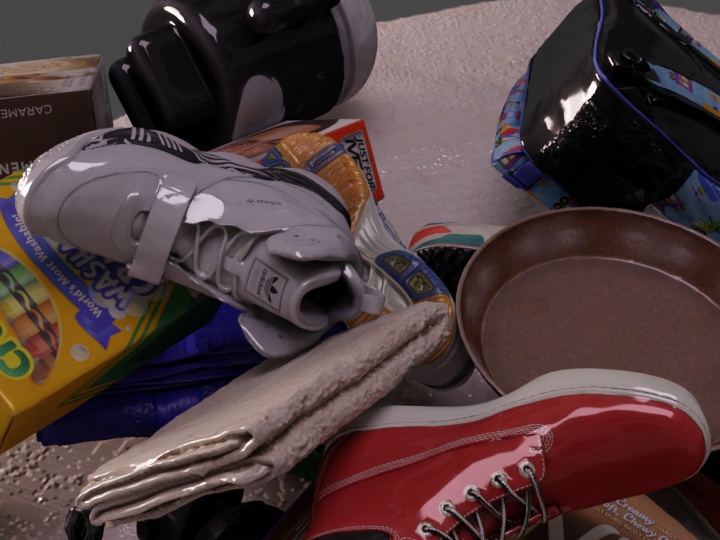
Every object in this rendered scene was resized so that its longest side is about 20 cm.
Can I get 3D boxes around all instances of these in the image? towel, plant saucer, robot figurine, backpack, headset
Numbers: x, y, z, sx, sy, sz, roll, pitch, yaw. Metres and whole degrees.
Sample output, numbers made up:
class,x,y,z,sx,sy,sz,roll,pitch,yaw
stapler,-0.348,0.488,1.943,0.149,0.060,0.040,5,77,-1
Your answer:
class,x,y,z,sx,sy,sz,roll,pitch,yaw
towel,-0.101,0.049,1.057,0.198,0.050,0.148,-5,25,-7
plant saucer,0.152,0.041,0.999,0.199,0.035,0.201,5,42,-4
towel,-0.044,0.073,0.882,0.132,0.035,0.200,-21,7,35
robot figurine,-0.082,-0.159,1.253,0.199,0.126,0.150,-26,34,-30
backpack,0.205,-0.080,1.170,0.200,0.135,0.183,36,30,-14
headset,-0.077,0.135,0.944,0.199,0.094,0.123,-17,41,-36

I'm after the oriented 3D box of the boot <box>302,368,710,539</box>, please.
class,x,y,z,sx,sy,sz,roll,pitch,yaw
boot,0.064,0.117,0.805,0.199,0.073,0.145,-11,27,19

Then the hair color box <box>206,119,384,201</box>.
class,x,y,z,sx,sy,sz,roll,pitch,yaw
hair color box,-0.094,-0.042,1.144,0.199,0.062,0.101,-25,17,-33

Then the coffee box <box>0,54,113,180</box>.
class,x,y,z,sx,sy,sz,roll,pitch,yaw
coffee box,-0.227,-0.092,1.161,0.113,0.080,0.200,-7,14,-4

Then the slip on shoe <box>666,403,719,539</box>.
class,x,y,z,sx,sy,sz,roll,pitch,yaw
slip on shoe,0.195,0.097,1.019,0.074,0.062,0.200,-23,44,-23

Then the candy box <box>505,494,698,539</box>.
class,x,y,z,sx,sy,sz,roll,pitch,yaw
candy box,0.144,0.189,0.869,0.200,0.055,0.115,40,48,17

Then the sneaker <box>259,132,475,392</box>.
class,x,y,z,sx,sy,sz,roll,pitch,yaw
sneaker,0.000,0.000,1.061,0.075,0.088,0.200,-36,55,3

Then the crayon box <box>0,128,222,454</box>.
class,x,y,z,sx,sy,sz,roll,pitch,yaw
crayon box,-0.184,0.015,0.962,0.126,0.052,0.200,47,51,11

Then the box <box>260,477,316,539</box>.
class,x,y,z,sx,sy,sz,roll,pitch,yaw
box,0.002,0.182,0.883,0.137,0.039,0.200,44,49,0

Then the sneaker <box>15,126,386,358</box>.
class,x,y,z,sx,sy,sz,roll,pitch,yaw
sneaker,-0.080,-0.016,0.928,0.199,0.076,0.115,8,26,-29

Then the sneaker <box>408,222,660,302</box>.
class,x,y,z,sx,sy,sz,roll,pitch,yaw
sneaker,0.125,0.002,1.125,0.198,0.071,0.094,8,26,0
